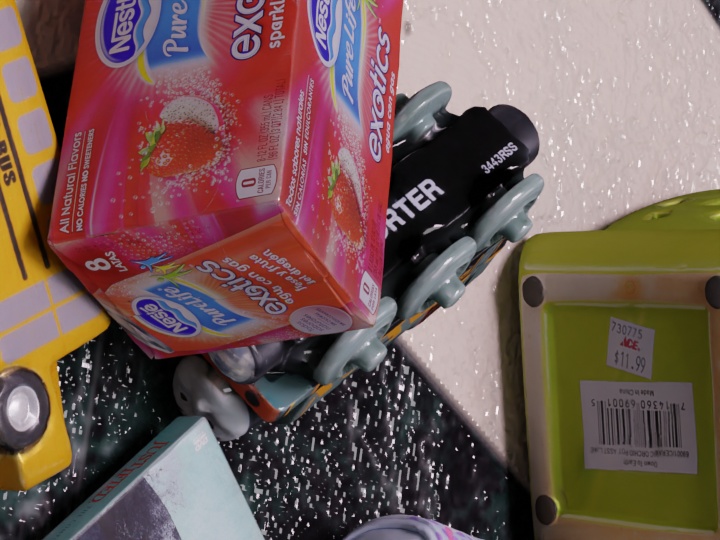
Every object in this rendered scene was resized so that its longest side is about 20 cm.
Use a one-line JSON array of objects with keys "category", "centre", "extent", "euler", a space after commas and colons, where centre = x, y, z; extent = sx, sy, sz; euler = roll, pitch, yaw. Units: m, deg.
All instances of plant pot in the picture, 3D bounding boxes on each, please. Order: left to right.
[{"category": "plant pot", "centre": [0.191, 0.062, 1.256], "extent": [0.181, 0.200, 0.199], "euler": [-6, 95, -42]}]

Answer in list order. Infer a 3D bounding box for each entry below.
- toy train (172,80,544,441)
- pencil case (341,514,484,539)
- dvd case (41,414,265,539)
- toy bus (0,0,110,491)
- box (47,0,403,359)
[{"category": "toy train", "centre": [0.000, 0.000, 1.102], "extent": [0.085, 0.114, 0.200], "euler": [44, 53, 9]}, {"category": "pencil case", "centre": [0.065, 0.175, 1.193], "extent": [0.200, 0.083, 0.091], "euler": [26, 108, -46]}, {"category": "dvd case", "centre": [-0.072, 0.181, 1.052], "extent": [0.146, 0.022, 0.200], "euler": [-42, 118, -41]}, {"category": "toy bus", "centre": [-0.152, -0.020, 0.964], "extent": [0.078, 0.065, 0.200], "euler": [-32, 113, -46]}, {"category": "box", "centre": [-0.048, -0.076, 1.005], "extent": [0.095, 0.100, 0.200], "euler": [52, 36, -50]}]
